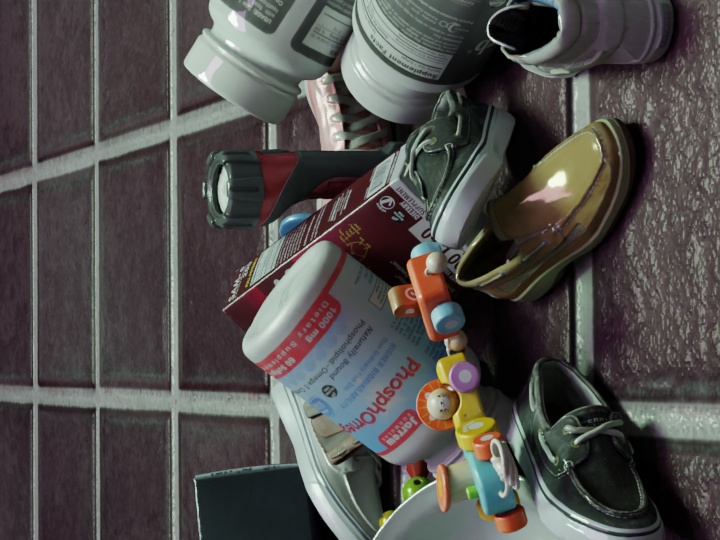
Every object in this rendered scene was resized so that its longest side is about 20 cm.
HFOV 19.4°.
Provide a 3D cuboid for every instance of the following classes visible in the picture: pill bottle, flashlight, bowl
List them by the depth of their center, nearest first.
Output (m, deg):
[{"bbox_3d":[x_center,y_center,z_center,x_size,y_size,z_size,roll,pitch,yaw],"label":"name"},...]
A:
[{"bbox_3d":[0.095,0.249,1.517,0.201,0.090,0.201,-19,57,32],"label":"bowl"},{"bbox_3d":[0.018,0.076,1.596,0.109,0.200,0.109,-51,10,12],"label":"pill bottle"},{"bbox_3d":[0.061,-0.209,1.618,0.200,0.116,0.116,122,141,-51],"label":"pill bottle"},{"bbox_3d":[-0.051,-0.226,1.701,0.200,0.113,0.113,-56,32,10],"label":"pill bottle"},{"bbox_3d":[-0.024,-0.065,1.704,0.068,0.200,0.068,123,140,-50],"label":"flashlight"}]

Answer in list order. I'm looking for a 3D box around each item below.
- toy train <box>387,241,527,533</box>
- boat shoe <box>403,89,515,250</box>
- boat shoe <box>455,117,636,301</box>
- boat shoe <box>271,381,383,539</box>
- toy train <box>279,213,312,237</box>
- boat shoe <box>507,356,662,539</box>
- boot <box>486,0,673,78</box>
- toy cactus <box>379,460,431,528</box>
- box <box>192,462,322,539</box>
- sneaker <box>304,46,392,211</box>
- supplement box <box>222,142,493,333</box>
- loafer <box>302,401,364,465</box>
[{"bbox_3d":[0.061,0.088,1.467,0.150,0.056,0.200,72,-179,-56],"label":"toy train"},{"bbox_3d":[0.064,-0.076,1.554,0.200,0.071,0.072,-68,3,-66],"label":"boat shoe"},{"bbox_3d":[0.127,-0.038,1.512,0.200,0.076,0.072,120,143,-48],"label":"boat shoe"},{"bbox_3d":[-0.015,0.160,1.842,0.067,0.074,0.200,-37,60,14],"label":"boat shoe"},{"bbox_3d":[-0.026,0.024,1.795,0.200,0.114,0.087,115,162,-57],"label":"toy train"},{"bbox_3d":[0.149,0.124,1.443,0.200,0.072,0.071,-127,40,-57],"label":"boat shoe"},{"bbox_3d":[0.129,-0.174,1.484,0.200,0.095,0.074,-178,89,-66],"label":"boot"},{"bbox_3d":[0.044,0.261,1.648,0.165,0.102,0.200,-105,23,-67],"label":"toy cactus"},{"bbox_3d":[-0.084,0.285,1.894,0.148,0.104,0.200,79,-176,-75],"label":"box"},{"bbox_3d":[0.002,-0.114,1.800,0.105,0.075,0.200,-145,51,-67],"label":"sneaker"},{"bbox_3d":[0.000,0.000,1.657,0.200,0.109,0.061,-37,20,31],"label":"supplement box"},{"bbox_3d":[0.028,0.117,1.740,0.200,0.072,0.063,-19,86,53],"label":"loafer"}]
